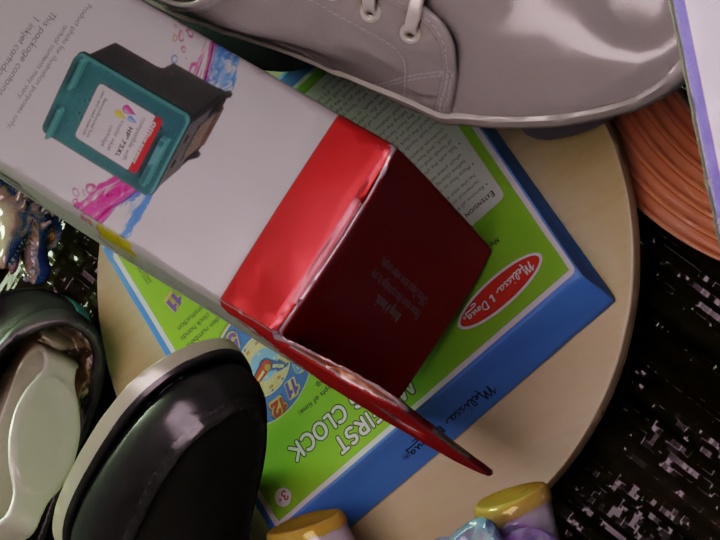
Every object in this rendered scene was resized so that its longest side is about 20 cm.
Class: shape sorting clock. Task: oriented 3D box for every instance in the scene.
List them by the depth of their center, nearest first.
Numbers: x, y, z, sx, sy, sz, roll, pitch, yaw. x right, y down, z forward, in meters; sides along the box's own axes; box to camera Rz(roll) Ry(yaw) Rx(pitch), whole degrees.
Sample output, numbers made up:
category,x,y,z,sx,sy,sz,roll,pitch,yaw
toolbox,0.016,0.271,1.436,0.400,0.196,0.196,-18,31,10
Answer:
category,x,y,z,sx,sy,sz,roll,pitch,yaw
shape sorting clock,0.000,0.000,0.969,0.200,0.039,0.200,-5,80,30

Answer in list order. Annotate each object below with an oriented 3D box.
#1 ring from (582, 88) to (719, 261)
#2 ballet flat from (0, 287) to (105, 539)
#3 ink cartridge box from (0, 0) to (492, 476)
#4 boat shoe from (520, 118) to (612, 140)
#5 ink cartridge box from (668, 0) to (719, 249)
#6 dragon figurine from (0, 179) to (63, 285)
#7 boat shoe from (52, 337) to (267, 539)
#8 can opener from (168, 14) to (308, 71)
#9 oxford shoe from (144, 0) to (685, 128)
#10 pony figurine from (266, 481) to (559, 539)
category,x,y,z,sx,sy,sz,roll,pitch,yaw
ring,0.153,-0.095,0.919,0.200,0.019,0.201,-2,85,25
ballet flat,-0.137,0.096,0.979,0.068,0.068,0.200,-5,63,59
ink cartridge box,-0.037,-0.022,0.891,0.200,0.116,0.067,31,87,21
boat shoe,0.115,-0.121,0.889,0.200,0.074,0.065,-33,66,12
ink cartridge box,0.180,-0.110,0.800,0.200,0.047,0.198,-11,87,12
dragon figurine,-0.156,-0.078,1.038,0.059,0.099,0.200,-45,50,16
boat shoe,-0.063,0.108,0.938,0.063,0.074,0.202,47,134,34
can opener,-0.103,-0.112,0.978,0.200,0.067,0.053,21,52,26
oxford shoe,0.008,-0.090,0.869,0.200,0.058,0.075,15,83,20
pony figurine,0.048,0.168,0.877,0.193,0.166,0.200,-13,98,50
